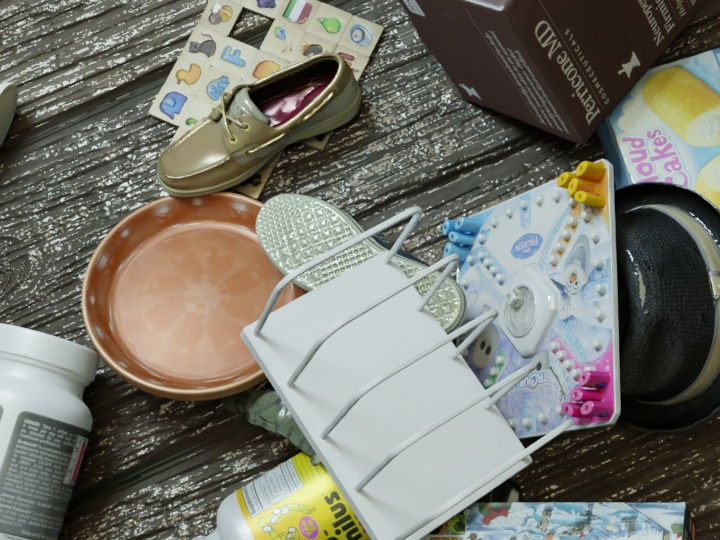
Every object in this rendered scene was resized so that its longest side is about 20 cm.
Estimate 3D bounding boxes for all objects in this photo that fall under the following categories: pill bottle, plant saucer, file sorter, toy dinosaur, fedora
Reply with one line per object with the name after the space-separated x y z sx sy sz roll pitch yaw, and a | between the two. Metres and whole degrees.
-0.042 0.202 0.983 0.200 0.104 0.104 -31 74 -3 | pill bottle
-0.137 0.021 1.059 0.200 0.032 0.201 0 60 0 | plant saucer
0.033 0.074 0.883 0.139 0.125 0.200 -29 76 -25 | file sorter
-0.289 0.153 1.017 0.116 0.116 0.200 13 76 9 | pill bottle
-0.046 0.110 1.006 0.088 0.200 0.048 -31 115 -21 | toy dinosaur
0.210 0.029 0.966 0.200 0.092 0.201 0 90 47 | fedora

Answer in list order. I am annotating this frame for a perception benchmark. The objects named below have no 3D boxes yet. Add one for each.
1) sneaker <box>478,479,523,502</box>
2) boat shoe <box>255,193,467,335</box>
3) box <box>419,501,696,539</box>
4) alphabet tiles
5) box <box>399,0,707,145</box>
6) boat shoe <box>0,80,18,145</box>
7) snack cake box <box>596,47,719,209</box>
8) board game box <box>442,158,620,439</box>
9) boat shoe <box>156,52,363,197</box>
0.062 0.246 0.975 0.086 0.080 0.200 24 77 13 | sneaker
0.000 0.000 1.025 0.200 0.062 0.075 27 87 17 | boat shoe
0.129 0.232 0.868 0.200 0.040 0.137 -5 48 28 | box
-0.094 -0.170 1.143 0.167 0.008 0.200 24 79 11 | alphabet tiles
0.162 -0.247 1.026 0.200 0.166 0.164 -49 41 -8 | box
-0.384 -0.094 1.119 0.059 0.072 0.200 29 85 9 | boat shoe
0.282 -0.074 1.046 0.115 0.067 0.200 -17 74 0 | snack cake box
0.127 0.031 0.975 0.026 0.200 0.200 10 73 -29 | board game box
-0.095 -0.135 1.089 0.200 0.066 0.074 -30 62 -6 | boat shoe
